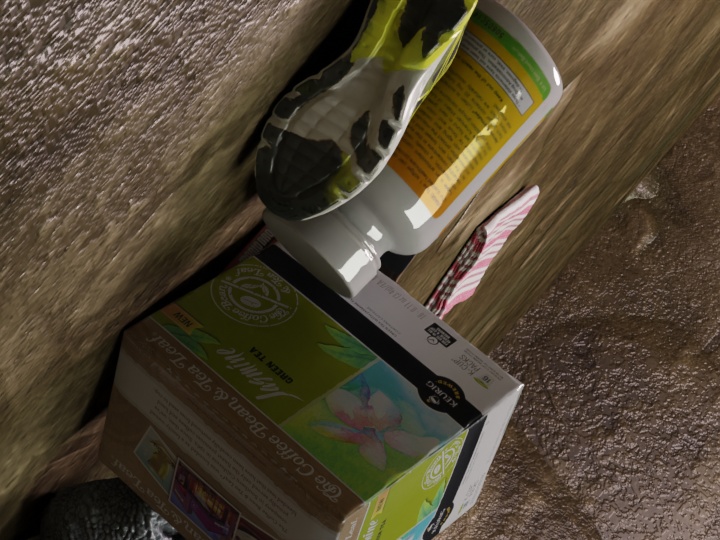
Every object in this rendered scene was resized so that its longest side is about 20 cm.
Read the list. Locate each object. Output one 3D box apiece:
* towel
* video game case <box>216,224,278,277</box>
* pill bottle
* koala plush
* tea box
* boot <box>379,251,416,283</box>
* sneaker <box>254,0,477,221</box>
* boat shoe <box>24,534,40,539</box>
[{"bbox_3d":[0.148,-0.012,2.247,0.146,0.030,0.200,-40,166,-49],"label":"towel"},{"bbox_3d":[-0.076,0.007,1.320,0.200,0.017,0.143,-48,171,-11],"label":"video game case"},{"bbox_3d":[0.030,-0.082,1.185,0.200,0.111,0.111,-48,170,-11],"label":"pill bottle"},{"bbox_3d":[-0.136,0.246,1.297,0.177,0.201,0.183,-15,170,38],"label":"koala plush"},{"bbox_3d":[-0.035,0.103,1.217,0.196,0.200,0.134,-33,152,-41],"label":"tea box"},{"bbox_3d":[0.000,0.000,1.452,0.200,0.075,0.097,-47,-178,30],"label":"boot"},{"bbox_3d":[0.013,-0.111,1.102,0.200,0.074,0.085,-51,171,8],"label":"sneaker"},{"bbox_3d":[-0.267,0.257,1.285,0.200,0.062,0.075,-40,165,-52],"label":"boat shoe"}]
